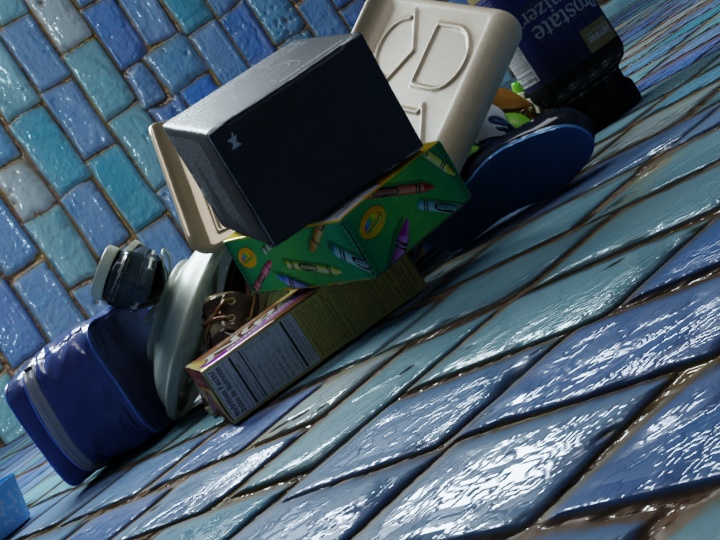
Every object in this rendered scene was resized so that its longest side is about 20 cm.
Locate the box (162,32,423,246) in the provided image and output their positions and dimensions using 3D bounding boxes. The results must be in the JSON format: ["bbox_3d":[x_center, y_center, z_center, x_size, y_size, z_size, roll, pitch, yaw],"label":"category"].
[{"bbox_3d":[-0.060,-0.111,1.343,0.148,0.108,0.200,-34,14,-10],"label":"box"}]

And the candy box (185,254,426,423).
[{"bbox_3d":[-0.049,0.049,1.383,0.199,0.057,0.117,-34,6,-10],"label":"candy box"}]

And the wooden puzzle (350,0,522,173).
[{"bbox_3d":[0.047,-0.151,1.459,0.199,0.046,0.187,22,86,49],"label":"wooden puzzle"}]

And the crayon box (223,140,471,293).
[{"bbox_3d":[-0.015,-0.042,1.354,0.119,0.059,0.199,-40,16,-28],"label":"crayon box"}]

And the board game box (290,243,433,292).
[{"bbox_3d":[0.000,0.000,1.633,0.200,0.040,0.153,-38,6,-36],"label":"board game box"}]

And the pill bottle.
[{"bbox_3d":[0.199,-0.238,1.667,0.111,0.201,0.112,-34,5,3],"label":"pill bottle"}]

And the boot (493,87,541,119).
[{"bbox_3d":[0.102,-0.171,1.675,0.144,0.201,0.071,-28,-18,-49],"label":"boot"}]

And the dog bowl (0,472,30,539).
[{"bbox_3d":[-0.424,0.285,1.667,0.200,0.050,0.111,-38,5,-27],"label":"dog bowl"}]

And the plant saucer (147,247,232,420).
[{"bbox_3d":[-0.170,0.047,1.616,0.200,0.050,0.202,18,-90,-86],"label":"plant saucer"}]

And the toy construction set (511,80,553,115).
[{"bbox_3d":[0.189,-0.179,1.800,0.130,0.093,0.200,-8,28,47],"label":"toy construction set"}]

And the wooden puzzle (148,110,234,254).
[{"bbox_3d":[-0.095,-0.118,1.594,0.199,0.186,0.037,-25,-39,0],"label":"wooden puzzle"}]

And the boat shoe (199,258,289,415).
[{"bbox_3d":[-0.123,0.052,1.531,0.072,0.072,0.201,-36,21,36],"label":"boat shoe"}]

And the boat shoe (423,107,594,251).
[{"bbox_3d":[0.117,-0.092,1.406,0.199,0.084,0.069,-29,37,36],"label":"boat shoe"}]

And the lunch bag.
[{"bbox_3d":[-0.268,0.123,1.668,0.132,0.137,0.200,-32,2,15],"label":"lunch bag"}]

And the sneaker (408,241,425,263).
[{"bbox_3d":[0.033,-0.047,1.538,0.200,0.080,0.077,-48,-10,-39],"label":"sneaker"}]

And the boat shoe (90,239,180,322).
[{"bbox_3d":[-0.218,0.008,1.609,0.200,0.061,0.075,99,-167,-85],"label":"boat shoe"}]

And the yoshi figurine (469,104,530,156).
[{"bbox_3d":[0.095,-0.156,1.524,0.112,0.200,0.113,6,-63,-51],"label":"yoshi figurine"}]
